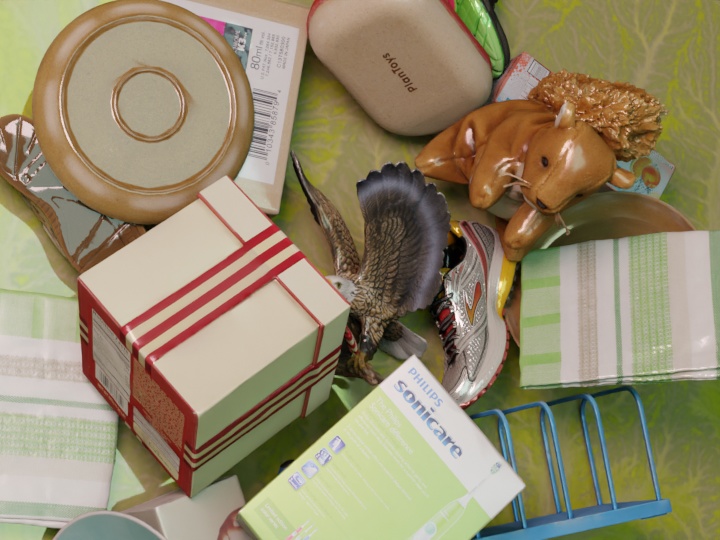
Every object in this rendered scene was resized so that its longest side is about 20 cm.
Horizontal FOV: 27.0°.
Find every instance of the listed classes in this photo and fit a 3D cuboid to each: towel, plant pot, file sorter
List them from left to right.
[{"bbox_3d":[-0.286,0.121,1.318,0.147,0.031,0.203,8,79,-19],"label":"towel"},{"bbox_3d":[-0.186,-0.143,1.310,0.197,0.027,0.203,2,84,-17],"label":"plant pot"},{"bbox_3d":[0.162,0.187,1.401,0.197,0.139,0.124,-8,83,-18],"label":"file sorter"},{"bbox_3d":[0.234,0.019,1.419,0.197,0.028,0.202,-10,60,17],"label":"plant pot"},{"bbox_3d":[0.244,0.038,1.375,0.197,0.031,0.151,-6,59,19],"label":"towel"}]

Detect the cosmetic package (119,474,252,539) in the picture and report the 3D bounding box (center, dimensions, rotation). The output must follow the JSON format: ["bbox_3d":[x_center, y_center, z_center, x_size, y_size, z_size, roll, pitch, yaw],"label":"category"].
[{"bbox_3d":[-0.130,0.290,1.308,0.086,0.103,0.202,-19,90,-30],"label":"cosmetic package"}]

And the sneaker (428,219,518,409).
[{"bbox_3d":[0.092,0.043,1.415,0.081,0.078,0.202,21,57,-20],"label":"sneaker"}]

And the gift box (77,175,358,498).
[{"bbox_3d":[-0.124,0.054,1.274,0.186,0.201,0.185,-35,74,-25],"label":"gift box"}]

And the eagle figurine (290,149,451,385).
[{"bbox_3d":[-0.001,0.000,1.363,0.150,0.151,0.203,7,88,-6],"label":"eagle figurine"}]

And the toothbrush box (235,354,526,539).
[{"bbox_3d":[0.015,0.194,1.255,0.200,0.086,0.146,-41,85,-12],"label":"toothbrush box"}]

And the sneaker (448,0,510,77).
[{"bbox_3d":[0.112,-0.287,1.468,0.083,0.077,0.202,-13,79,-23],"label":"sneaker"}]

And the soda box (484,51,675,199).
[{"bbox_3d":[0.211,-0.129,1.491,0.199,0.068,0.064,36,74,-10],"label":"soda box"}]

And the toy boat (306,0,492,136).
[{"bbox_3d":[0.041,-0.224,1.411,0.200,0.129,0.132,46,34,-39],"label":"toy boat"}]

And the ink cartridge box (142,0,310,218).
[{"bbox_3d":[-0.143,-0.158,1.379,0.163,0.075,0.203,11,81,-17],"label":"ink cartridge box"}]

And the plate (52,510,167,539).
[{"bbox_3d":[-0.193,0.298,1.266,0.025,0.199,0.202,-19,88,-56],"label":"plate"}]

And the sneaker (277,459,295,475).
[{"bbox_3d":[-0.038,0.270,1.358,0.089,0.078,0.202,-19,87,-13],"label":"sneaker"}]

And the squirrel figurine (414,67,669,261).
[{"bbox_3d":[0.179,-0.114,1.346,0.200,0.186,0.142,-44,100,-16],"label":"squirrel figurine"}]

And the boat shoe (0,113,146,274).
[{"bbox_3d":[-0.253,-0.057,1.336,0.073,0.063,0.201,-39,97,-7],"label":"boat shoe"}]
